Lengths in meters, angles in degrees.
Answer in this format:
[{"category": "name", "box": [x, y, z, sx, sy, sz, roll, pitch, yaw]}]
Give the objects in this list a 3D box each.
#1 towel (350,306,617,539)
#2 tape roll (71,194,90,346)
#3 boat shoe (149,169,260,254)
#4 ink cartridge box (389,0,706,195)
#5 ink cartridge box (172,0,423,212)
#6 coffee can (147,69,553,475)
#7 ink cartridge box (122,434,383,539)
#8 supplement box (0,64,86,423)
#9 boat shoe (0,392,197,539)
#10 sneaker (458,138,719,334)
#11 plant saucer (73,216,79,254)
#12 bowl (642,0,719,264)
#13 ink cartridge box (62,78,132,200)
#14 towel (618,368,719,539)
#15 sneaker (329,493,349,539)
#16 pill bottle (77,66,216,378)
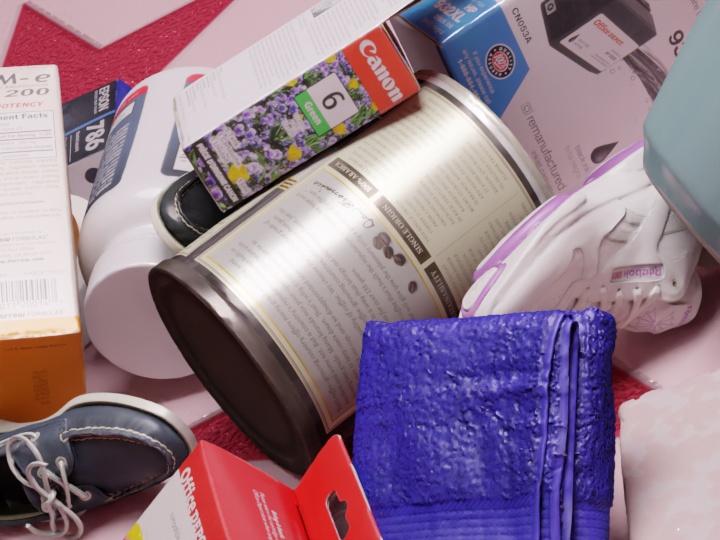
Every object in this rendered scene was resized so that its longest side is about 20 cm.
[{"category": "towel", "box": [0.055, 0.117, 1.384, 0.147, 0.050, 0.201, -5, 72, 28]}, {"category": "tape roll", "box": [-0.252, 0.024, 1.864, 0.202, 0.037, 0.203, -19, 33, 13]}, {"category": "boat shoe", "box": [-0.039, -0.049, 1.688, 0.066, 0.199, 0.075, -43, 62, 39]}, {"category": "ink cartridge box", "box": [0.137, -0.148, 1.709, 0.200, 0.145, 0.084, -34, 32, -10]}, {"category": "ink cartridge box", "box": [-0.012, -0.119, 1.606, 0.200, 0.050, 0.109, -31, 20, 5]}, {"category": "coffee can", "box": [0.000, 0.000, 1.599, 0.200, 0.147, 0.146, -37, 32, -16]}, {"category": "ink cartridge box", "box": [-0.081, 0.171, 1.410, 0.200, 0.067, 0.116, -52, 27, 15]}, {"category": "supplement box", "box": [-0.213, -0.010, 1.721, 0.073, 0.126, 0.201, -5, 57, -6]}, {"category": "boat shoe", "box": [-0.184, 0.118, 1.639, 0.199, 0.075, 0.062, -6, 35, 33]}, {"category": "sneaker", "box": [0.136, -0.001, 1.522, 0.200, 0.100, 0.075, -33, -6, -39]}, {"category": "plant saucer", "box": [-0.282, 0.006, 1.850, 0.200, 0.032, 0.201, -19, 33, 13]}, {"category": "bowl", "box": [0.226, -0.052, 1.486, 0.105, 0.201, 0.201, -43, 29, 13]}, {"category": "ink cartridge box", "box": [-0.217, -0.079, 1.987, 0.199, 0.039, 0.100, -22, 31, 8]}, {"category": "towel", "box": [0.228, 0.101, 1.386, 0.199, 0.032, 0.191, -19, 31, 13]}, {"category": "sneaker", "box": [0.044, 0.113, 1.490, 0.200, 0.071, 0.099, -37, 3, 17]}, {"category": "pill bottle", "box": [-0.115, -0.028, 1.756, 0.119, 0.120, 0.200, -16, 33, 19]}]
